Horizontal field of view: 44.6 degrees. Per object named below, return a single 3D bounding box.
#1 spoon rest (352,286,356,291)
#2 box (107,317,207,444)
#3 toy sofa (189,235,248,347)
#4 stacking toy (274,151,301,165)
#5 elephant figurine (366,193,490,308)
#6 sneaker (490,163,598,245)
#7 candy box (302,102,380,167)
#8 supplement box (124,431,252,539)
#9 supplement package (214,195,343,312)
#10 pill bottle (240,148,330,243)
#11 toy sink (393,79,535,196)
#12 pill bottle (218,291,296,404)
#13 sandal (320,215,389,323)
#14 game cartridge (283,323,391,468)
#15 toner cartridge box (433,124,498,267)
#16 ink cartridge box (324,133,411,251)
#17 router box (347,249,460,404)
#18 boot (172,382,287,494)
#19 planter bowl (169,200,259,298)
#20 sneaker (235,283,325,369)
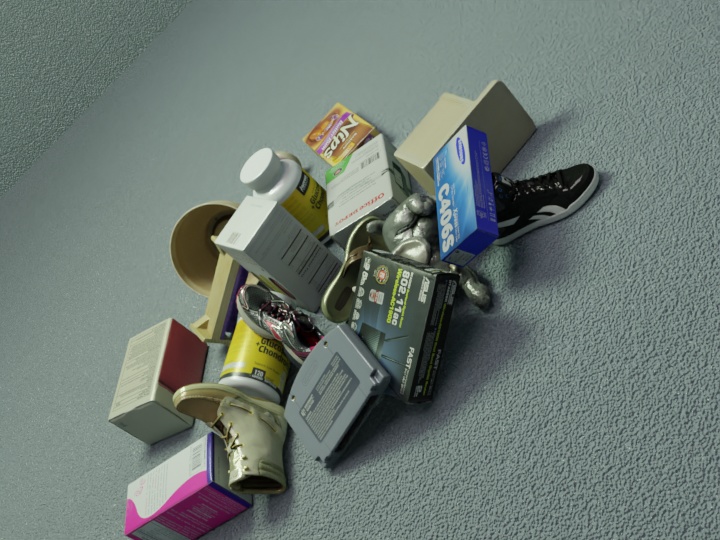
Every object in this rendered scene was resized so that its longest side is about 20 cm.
[{"bbox_3d":[-0.006,0.130,1.449,0.099,0.060,0.201,1,71,49],"label":"spoon rest"},{"bbox_3d":[-0.391,0.216,1.715,0.128,0.109,0.201,-25,41,28],"label":"box"},{"bbox_3d":[-0.250,0.040,1.687,0.083,0.097,0.201,31,108,54],"label":"toy sofa"},{"bbox_3d":[-0.178,-0.156,1.878,0.085,0.085,0.201,-21,48,33],"label":"stacking toy"},{"bbox_3d":[0.106,-0.013,1.405,0.155,0.141,0.201,132,141,-55],"label":"elephant figurine"},{"bbox_3d":[0.257,-0.122,1.348,0.200,0.112,0.073,-32,39,21],"label":"sneaker"},{"bbox_3d":[-0.035,-0.273,1.853,0.117,0.056,0.200,-46,36,1],"label":"candy box"},{"bbox_3d":[-0.286,0.373,1.460,0.200,0.103,0.101,-32,39,19],"label":"supplement box"},{"bbox_3d":[-0.145,-0.029,1.609,0.114,0.200,0.110,15,67,53],"label":"supplement package"},{"bbox_3d":[-0.134,-0.141,1.692,0.112,0.200,0.112,-28,40,26],"label":"pill bottle"},{"bbox_3d":[0.178,-0.224,1.516,0.200,0.130,0.112,-50,35,-2],"label":"toy sink"},{"bbox_3d":[-0.175,0.141,1.555,0.112,0.112,0.201,-17,46,36],"label":"pill bottle"},{"bbox_3d":[0.000,0.001,1.529,0.202,0.080,0.057,-66,15,-10],"label":"sandal"},{"bbox_3d":[-0.042,0.186,1.339,0.133,0.041,0.200,52,124,34],"label":"game cartridge"},{"bbox_3d":[0.159,-0.115,1.346,0.095,0.043,0.201,-43,38,46],"label":"toner cartridge box"},{"bbox_3d":[0.016,-0.138,1.644,0.146,0.084,0.201,-31,38,22],"label":"ink cartridge box"},{"bbox_3d":[0.055,0.082,1.316,0.149,0.062,0.201,19,101,41],"label":"router box"},{"bbox_3d":[-0.206,0.270,1.399,0.072,0.199,0.155,-50,30,37],"label":"boot"},{"bbox_3d":[-0.276,-0.055,1.806,0.200,0.200,0.135,-37,10,15],"label":"planter bowl"},{"bbox_3d":[-0.125,0.086,1.489,0.081,0.200,0.075,-45,-15,-32],"label":"sneaker"}]
